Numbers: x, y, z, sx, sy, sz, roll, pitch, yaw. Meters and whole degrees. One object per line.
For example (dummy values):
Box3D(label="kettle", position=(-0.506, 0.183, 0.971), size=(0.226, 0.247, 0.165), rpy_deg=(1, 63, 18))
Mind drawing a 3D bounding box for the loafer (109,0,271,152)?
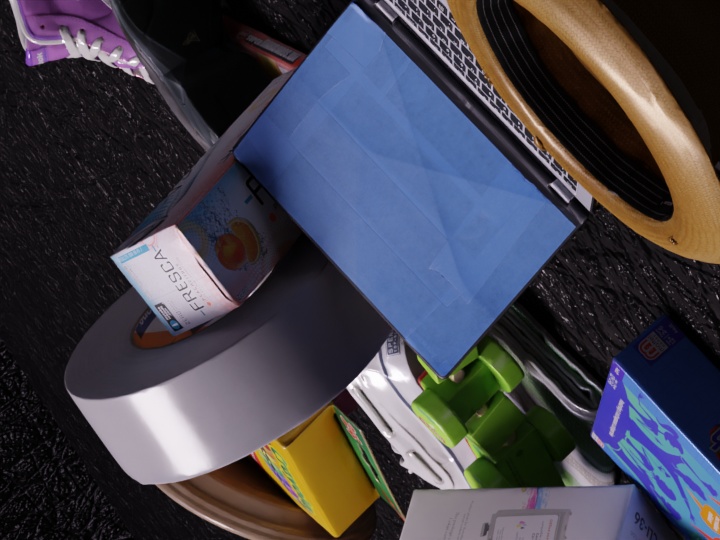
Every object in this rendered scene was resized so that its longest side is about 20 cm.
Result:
Box3D(label="loafer", position=(-0.120, -0.147, 1.737), size=(0.201, 0.072, 0.072), rpy_deg=(62, 161, 17))

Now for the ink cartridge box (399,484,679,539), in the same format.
Box3D(label="ink cartridge box", position=(0.133, 0.188, 1.601), size=(0.199, 0.068, 0.117), rpy_deg=(-4, 144, 35))

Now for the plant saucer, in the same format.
Box3D(label="plant saucer", position=(-0.076, 0.149, 1.979), size=(0.199, 0.030, 0.200), rpy_deg=(21, -162, -7))

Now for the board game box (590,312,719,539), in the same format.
Box3D(label="board game box", position=(0.217, 0.131, 1.478), size=(0.200, 0.045, 0.152), rpy_deg=(47, 166, 15))

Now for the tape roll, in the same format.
Box3D(label="tape roll", position=(-0.077, 0.040, 1.572), size=(0.066, 0.200, 0.200), rpy_deg=(58, 165, -19))

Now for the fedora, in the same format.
Box3D(label="fedora", position=(0.118, -0.093, 1.127), size=(0.201, 0.082, 0.201), rpy_deg=(46, 171, 9))

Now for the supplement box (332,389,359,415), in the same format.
Box3D(label="supplement box", position=(-0.037, 0.036, 1.940), size=(0.131, 0.103, 0.200), rpy_deg=(51, 167, -3))

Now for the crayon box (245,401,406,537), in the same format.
Box3D(label="crayon box", position=(-0.060, 0.109, 1.880), size=(0.200, 0.051, 0.127), rpy_deg=(37, 163, 38))

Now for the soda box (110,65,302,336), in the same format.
Box3D(label="soda box", position=(-0.061, -0.050, 1.561), size=(0.068, 0.200, 0.064), rpy_deg=(-24, 109, 44))

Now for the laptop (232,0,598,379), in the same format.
Box3D(label="laptop", position=(0.027, -0.074, 1.405), size=(0.187, 0.116, 0.200), rpy_deg=(46, 166, 16))

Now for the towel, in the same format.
Box3D(label="towel", position=(0.112, 0.084, 1.735), size=(0.149, 0.031, 0.200), rpy_deg=(46, 166, 22))

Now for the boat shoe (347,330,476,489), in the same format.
Box3D(label="boat shoe", position=(0.052, 0.105, 1.735), size=(0.065, 0.074, 0.200), rpy_deg=(-16, 128, 27))

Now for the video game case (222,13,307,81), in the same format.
Box3D(label="video game case", position=(-0.029, -0.094, 1.747), size=(0.200, 0.017, 0.143), rpy_deg=(31, 156, 54))

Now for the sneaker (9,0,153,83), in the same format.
Box3D(label="sneaker", position=(-0.174, -0.158, 1.854), size=(0.201, 0.114, 0.073), rpy_deg=(48, 165, 8))

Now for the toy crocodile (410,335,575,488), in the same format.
Box3D(label="toy crocodile", position=(0.079, 0.094, 1.661), size=(0.062, 0.067, 0.200), rpy_deg=(36, 167, 48))
